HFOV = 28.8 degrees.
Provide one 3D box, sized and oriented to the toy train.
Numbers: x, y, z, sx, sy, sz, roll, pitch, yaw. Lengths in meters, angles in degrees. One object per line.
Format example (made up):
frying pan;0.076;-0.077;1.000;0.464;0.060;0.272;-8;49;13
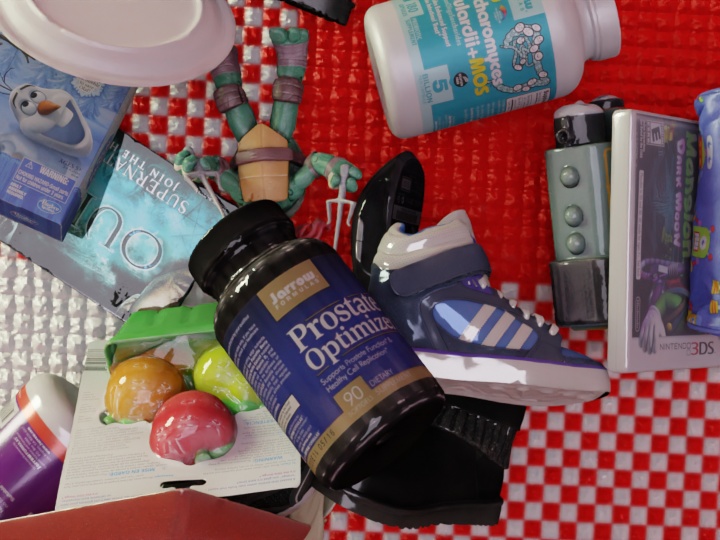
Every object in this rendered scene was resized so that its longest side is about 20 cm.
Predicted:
toy train;0.199;-0.042;1.146;0.084;0.113;0.204;-3;93;36

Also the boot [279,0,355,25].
boot;-0.061;-0.309;1.153;0.196;0.073;0.165;20;94;-10

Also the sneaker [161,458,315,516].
sneaker;-0.123;0.180;1.132;0.198;0.086;0.081;-27;78;19

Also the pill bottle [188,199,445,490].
pill bottle;-0.038;0.050;1.024;0.111;0.112;0.201;-39;72;0

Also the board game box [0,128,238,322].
board game box;-0.219;-0.050;1.181;0.199;0.028;0.136;33;90;-3

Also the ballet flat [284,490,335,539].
ballet flat;-0.036;0.141;1.186;0.068;0.069;0.203;13;94;-2

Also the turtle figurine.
turtle figurine;-0.080;-0.092;1.150;0.147;0.101;0.203;-4;79;-11

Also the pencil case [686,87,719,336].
pencil case;0.298;-0.048;1.106;0.077;0.087;0.204;1;91;-18

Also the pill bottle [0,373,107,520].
pill bottle;-0.289;0.188;1.148;0.112;0.112;0.200;45;91;-3

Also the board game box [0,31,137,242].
board game box;-0.288;-0.155;1.132;0.198;0.043;0.201;24;68;-3

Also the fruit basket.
fruit basket;-0.133;0.113;1.092;0.182;0.201;0.095;-7;130;2

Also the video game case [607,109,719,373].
video game case;0.260;-0.021;1.139;0.023;0.180;0.204;1;90;43

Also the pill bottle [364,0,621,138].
pill bottle;0.108;-0.184;1.146;0.197;0.111;0.113;-16;93;-1

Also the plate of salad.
plate of salad;-0.196;-0.201;1.106;0.197;0.201;0.048;18;132;-3

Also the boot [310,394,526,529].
boot;0.057;0.120;1.140;0.209;0.079;0.160;10;97;-46

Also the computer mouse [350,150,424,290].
computer mouse;0.000;0.000;1.146;0.045;0.140;0.203;9;95;24

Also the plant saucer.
plant saucer;-0.165;0.213;1.072;0.197;0.199;0.037;-12;68;22

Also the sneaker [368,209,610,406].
sneaker;0.103;0.023;1.103;0.197;0.081;0.149;7;73;-7
